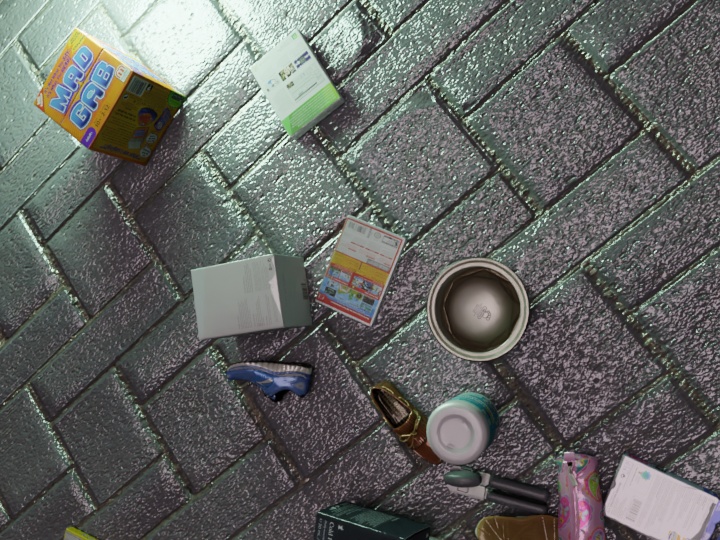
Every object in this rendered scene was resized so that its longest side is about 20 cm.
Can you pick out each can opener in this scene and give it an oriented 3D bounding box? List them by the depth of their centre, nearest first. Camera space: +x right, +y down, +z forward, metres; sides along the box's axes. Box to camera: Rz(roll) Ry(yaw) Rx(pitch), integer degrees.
[{"bbox_3d":[0.258,0.425,1.367,0.199,0.067,0.054,9,91,21],"label":"can opener"}]

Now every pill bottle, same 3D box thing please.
[{"bbox_3d":[0.198,0.288,1.325,0.110,0.200,0.111,-1,87,19],"label":"pill bottle"}]

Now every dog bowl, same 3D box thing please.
[{"bbox_3d":[0.233,0.076,1.391,0.199,0.074,0.201,-1,86,20],"label":"dog bowl"}]

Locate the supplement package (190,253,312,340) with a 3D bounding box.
[{"bbox_3d":[-0.230,0.058,1.523,0.199,0.151,0.153,-10,84,19],"label":"supplement package"}]

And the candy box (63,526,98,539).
[{"bbox_3d":[-0.637,0.702,1.709,0.199,0.026,0.103,17,91,20],"label":"candy box"}]

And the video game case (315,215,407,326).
[{"bbox_3d":[0.000,0.000,1.511,0.143,0.017,0.201,24,95,20],"label":"video game case"}]

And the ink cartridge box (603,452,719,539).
[{"bbox_3d":[0.547,0.424,1.273,0.199,0.042,0.120,23,96,23],"label":"ink cartridge box"}]

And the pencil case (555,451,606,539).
[{"bbox_3d":[0.397,0.432,1.289,0.087,0.087,0.201,-4,75,20],"label":"pencil case"}]

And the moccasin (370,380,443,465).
[{"bbox_3d":[0.096,0.305,1.427,0.074,0.078,0.202,-41,75,14],"label":"moccasin"}]

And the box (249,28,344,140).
[{"bbox_3d":[-0.142,-0.411,1.577,0.144,0.036,0.200,-34,75,16],"label":"box"}]

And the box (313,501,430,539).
[{"bbox_3d":[0.014,0.573,1.365,0.196,0.124,0.201,5,87,29],"label":"box"}]

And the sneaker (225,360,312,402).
[{"bbox_3d":[-0.203,0.241,1.543,0.199,0.079,0.090,2,86,20],"label":"sneaker"}]

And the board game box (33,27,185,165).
[{"bbox_3d":[-0.576,-0.394,1.649,0.200,0.200,0.200,37,99,18],"label":"board game box"}]

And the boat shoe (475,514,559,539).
[{"bbox_3d":[0.315,0.497,1.345,0.199,0.069,0.071,7,69,2],"label":"boat shoe"}]

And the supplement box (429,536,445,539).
[{"bbox_3d":[0.182,0.571,1.389,0.199,0.069,0.067,5,86,23],"label":"supplement box"}]
